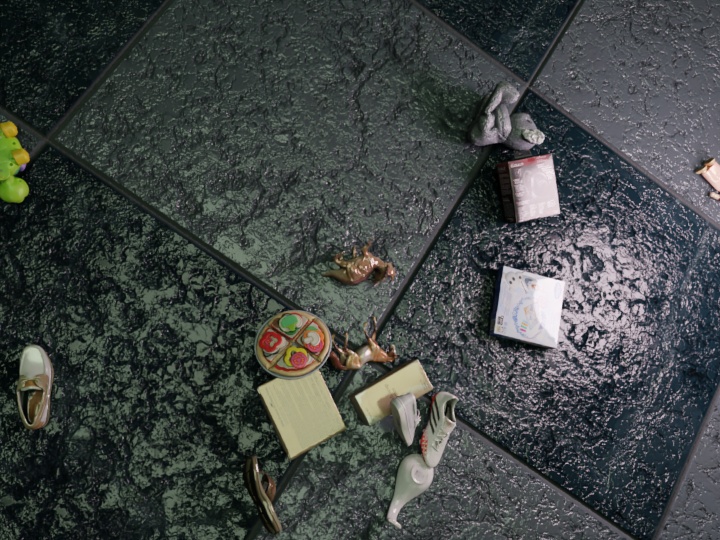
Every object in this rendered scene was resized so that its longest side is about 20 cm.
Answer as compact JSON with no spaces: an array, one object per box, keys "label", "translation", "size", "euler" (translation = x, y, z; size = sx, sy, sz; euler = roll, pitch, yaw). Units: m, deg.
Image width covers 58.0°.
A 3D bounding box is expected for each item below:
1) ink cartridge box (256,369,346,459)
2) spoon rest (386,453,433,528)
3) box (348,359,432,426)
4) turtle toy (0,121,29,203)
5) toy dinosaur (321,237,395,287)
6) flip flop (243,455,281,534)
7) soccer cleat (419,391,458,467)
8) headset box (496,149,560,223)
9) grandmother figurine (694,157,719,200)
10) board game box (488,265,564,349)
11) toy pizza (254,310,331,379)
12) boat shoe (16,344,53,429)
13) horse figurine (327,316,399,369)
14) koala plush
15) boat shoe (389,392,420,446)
[{"label":"ink cartridge box","translation":[-0.153,0.353,1.663],"size":[0.164,0.075,0.201],"euler":[-24,85,-15]},{"label":"spoon rest","translation":[0.123,0.575,1.702],"size":[0.099,0.061,0.200],"euler":[38,60,-5]},{"label":"box","translation":[0.080,0.323,1.721],"size":[0.199,0.078,0.095],"euler":[-29,87,-17]},{"label":"turtle toy","translation":[-0.886,-0.261,1.597],"size":[0.145,0.101,0.201],"euler":[-25,86,-16]},{"label":"toy dinosaur","translation":[0.000,0.000,1.766],"size":[0.199,0.086,0.136],"euler":[-24,92,-11]},{"label":"flip flop","translation":[-0.235,0.552,1.610],"size":[0.057,0.081,0.201],"euler":[-22,86,-33]},{"label":"soccer cleat","translation":[0.212,0.422,1.724],"size":[0.068,0.085,0.201],"euler":[24,72,-30]},{"label":"headset box","translation":[0.490,-0.250,1.903],"size":[0.148,0.077,0.201],"euler":[-13,98,-15]},{"label":"grandmother figurine","translation":[1.188,-0.274,2.110],"size":[0.121,0.061,0.200],"euler":[-42,94,11]},{"label":"board game box","translation":[0.481,0.108,1.874],"size":[0.198,0.043,0.201],"euler":[14,76,-10]},{"label":"toy pizza","translation":[-0.174,0.184,1.670],"size":[0.199,0.032,0.201],"euler":[0,55,0]},{"label":"boat shoe","translation":[-0.771,0.273,1.537],"size":[0.074,0.068,0.201],"euler":[-8,81,-15]},{"label":"horse figurine","translation":[-0.003,0.212,1.731],"size":[0.199,0.050,0.133],"euler":[-23,105,-25]},{"label":"koala plush","translation":[0.435,-0.416,1.909],"size":[0.199,0.177,0.184],"euler":[28,86,-7]},{"label":"boat shoe","translation":[0.122,0.380,1.672],"size":[0.068,0.201,0.072],"euler":[-27,43,-14]}]
